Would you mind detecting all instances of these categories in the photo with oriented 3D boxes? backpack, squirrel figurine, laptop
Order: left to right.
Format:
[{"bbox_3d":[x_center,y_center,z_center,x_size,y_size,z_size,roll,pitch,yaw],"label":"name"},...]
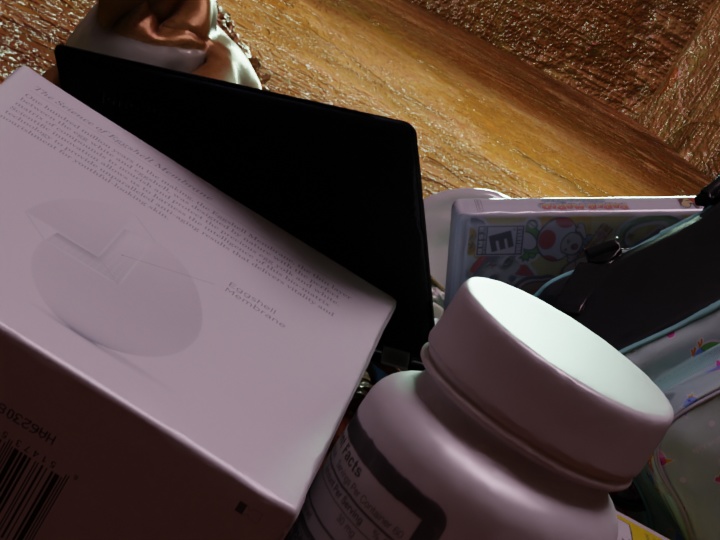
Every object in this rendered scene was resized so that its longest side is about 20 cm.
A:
[{"bbox_3d":[-0.085,-0.089,1.169,0.186,0.142,0.200,38,15,-1],"label":"squirrel figurine"},{"bbox_3d":[-0.025,-0.028,0.936,0.186,0.117,0.200,15,8,26],"label":"laptop"},{"bbox_3d":[0.201,0.076,1.011,0.153,0.175,0.200,56,-7,49],"label":"backpack"}]

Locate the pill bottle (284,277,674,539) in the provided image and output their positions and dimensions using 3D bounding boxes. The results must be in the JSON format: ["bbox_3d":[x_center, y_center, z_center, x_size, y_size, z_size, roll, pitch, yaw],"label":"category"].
[{"bbox_3d":[0.028,0.111,0.757,0.113,0.201,0.113,30,13,-8],"label":"pill bottle"}]

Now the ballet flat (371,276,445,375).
[{"bbox_3d":[0.000,0.000,1.088,0.200,0.071,0.071,46,6,-28],"label":"ballet flat"}]

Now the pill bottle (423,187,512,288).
[{"bbox_3d":[0.067,0.024,1.266,0.111,0.111,0.200,34,-10,8],"label":"pill bottle"}]

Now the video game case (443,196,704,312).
[{"bbox_3d":[0.134,0.051,1.088,0.181,0.201,0.023,-1,30,-7],"label":"video game case"}]

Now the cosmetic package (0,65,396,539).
[{"bbox_3d":[-0.113,0.041,0.794,0.199,0.123,0.200,32,26,-1],"label":"cosmetic package"}]

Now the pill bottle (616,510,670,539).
[{"bbox_3d":[0.139,0.187,0.929,0.199,0.113,0.113,29,13,-13],"label":"pill bottle"}]

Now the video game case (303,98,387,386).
[{"bbox_3d":[-0.009,-0.006,1.254,0.200,0.018,0.144,-112,-175,-58],"label":"video game case"}]
